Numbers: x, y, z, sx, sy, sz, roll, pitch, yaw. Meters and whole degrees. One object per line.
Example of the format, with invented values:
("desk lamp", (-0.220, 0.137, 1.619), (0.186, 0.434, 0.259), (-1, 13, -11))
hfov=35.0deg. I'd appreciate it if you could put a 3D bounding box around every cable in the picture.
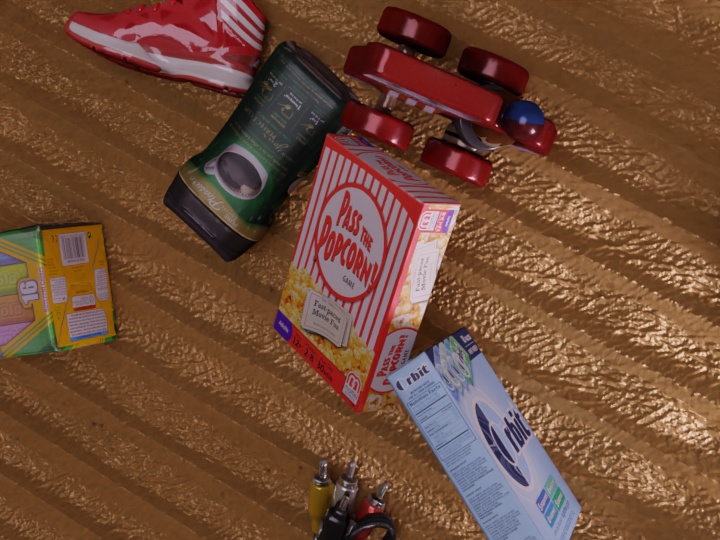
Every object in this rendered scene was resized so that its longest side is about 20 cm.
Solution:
("cable", (-0.029, 0.283, 1.127), (0.096, 0.050, 0.202), (22, 113, -3))

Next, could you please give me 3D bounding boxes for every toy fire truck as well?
("toy fire truck", (0.080, -0.141, 0.968), (0.198, 0.168, 0.113), (22, 97, -16))

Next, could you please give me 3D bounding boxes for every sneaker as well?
("sneaker", (-0.183, -0.248, 1.117), (0.197, 0.078, 0.117), (18, 90, 3))

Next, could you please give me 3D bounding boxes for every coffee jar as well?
("coffee jar", (-0.094, -0.109, 1.082), (0.104, 0.085, 0.200), (42, 104, 0))

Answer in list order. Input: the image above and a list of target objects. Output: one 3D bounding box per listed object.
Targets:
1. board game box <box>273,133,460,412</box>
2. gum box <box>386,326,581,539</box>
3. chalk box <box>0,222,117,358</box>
("board game box", (0.000, 0.000, 1.026), (0.151, 0.046, 0.203), (39, 120, 44))
("gum box", (0.112, 0.154, 0.994), (0.044, 0.170, 0.201), (-34, 85, 17))
("chalk box", (-0.368, 0.027, 1.159), (0.197, 0.124, 0.126), (-9, 91, 18))
